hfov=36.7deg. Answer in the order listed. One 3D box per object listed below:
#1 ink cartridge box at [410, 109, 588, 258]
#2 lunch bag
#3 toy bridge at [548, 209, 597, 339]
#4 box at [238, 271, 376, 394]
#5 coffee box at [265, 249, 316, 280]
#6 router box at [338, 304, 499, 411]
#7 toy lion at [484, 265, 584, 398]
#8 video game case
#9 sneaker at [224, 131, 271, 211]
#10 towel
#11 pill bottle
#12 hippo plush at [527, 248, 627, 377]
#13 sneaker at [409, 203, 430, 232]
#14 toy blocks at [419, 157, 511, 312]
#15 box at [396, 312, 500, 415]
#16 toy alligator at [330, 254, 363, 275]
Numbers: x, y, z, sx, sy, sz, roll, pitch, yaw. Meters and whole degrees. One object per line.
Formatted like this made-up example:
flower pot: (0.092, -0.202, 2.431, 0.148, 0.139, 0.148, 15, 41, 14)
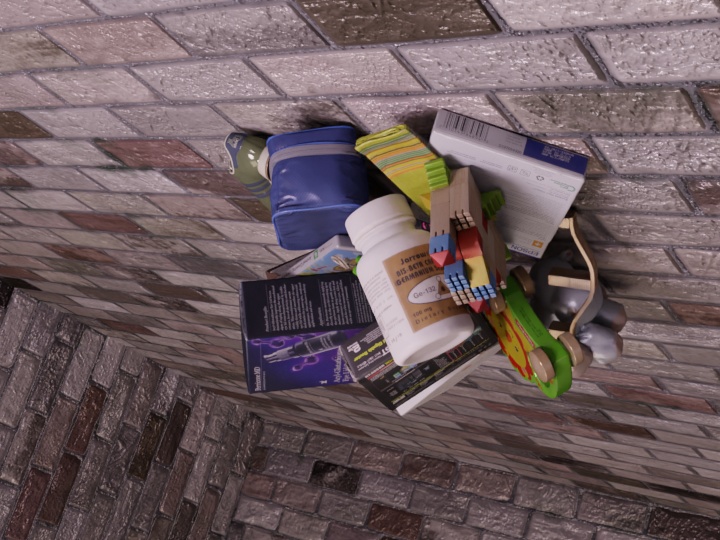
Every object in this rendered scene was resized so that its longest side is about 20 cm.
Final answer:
ink cartridge box: (0.169, -0.106, 1.386, 0.193, 0.044, 0.201, 18, 152, 1)
lunch bag: (-0.057, -0.116, 1.501, 0.133, 0.135, 0.200, -4, 164, -2)
toy bridge: (0.294, 0.012, 1.502, 0.066, 0.027, 0.203, 7, 121, 24)
box: (-0.077, 0.091, 1.591, 0.196, 0.106, 0.149, -6, 143, -7)
coffee box: (-0.040, 0.020, 1.739, 0.079, 0.198, 0.116, 16, 125, 59)
router box: (0.085, 0.104, 1.536, 0.063, 0.199, 0.150, 59, -174, 31)
toy lion: (0.238, 0.102, 1.560, 0.201, 0.068, 0.193, 57, 169, 33)
video game case: (0.000, 0.000, 1.610, 0.197, 0.022, 0.181, 7, 156, -33)
sneaker: (-0.153, -0.152, 1.626, 0.089, 0.068, 0.201, 25, 166, 11)
towel: (0.084, -0.110, 1.370, 0.085, 0.018, 0.200, -11, 139, 43)
pill bottle: (0.058, 0.010, 1.402, 0.113, 0.202, 0.115, -22, 165, -7)
hippo plush: (0.315, 0.038, 1.631, 0.200, 0.158, 0.162, 39, 155, 36)
sneaker: (0.126, -0.083, 1.516, 0.197, 0.075, 0.087, 0, 156, 35)
toy blocks: (0.135, -0.023, 1.341, 0.098, 0.138, 0.201, -13, 137, 20)
box: (0.138, 0.126, 1.777, 0.200, 0.107, 0.151, -43, 165, 34)
toy alligator: (0.026, -0.005, 1.504, 0.059, 0.055, 0.199, 34, -179, 34)
